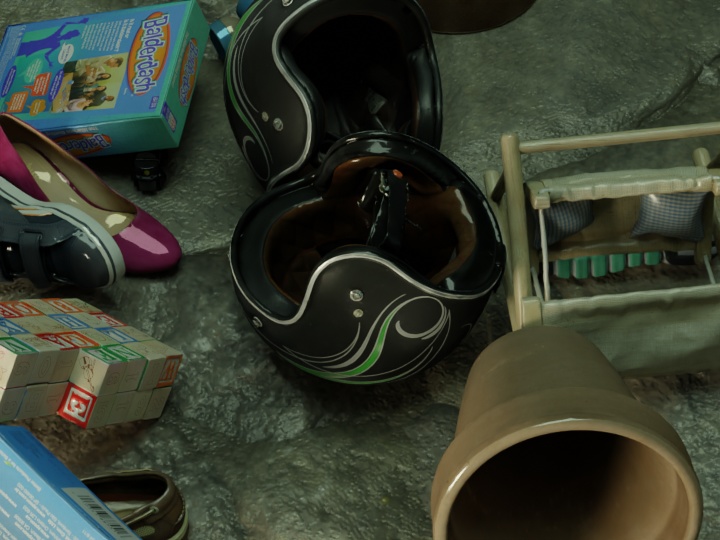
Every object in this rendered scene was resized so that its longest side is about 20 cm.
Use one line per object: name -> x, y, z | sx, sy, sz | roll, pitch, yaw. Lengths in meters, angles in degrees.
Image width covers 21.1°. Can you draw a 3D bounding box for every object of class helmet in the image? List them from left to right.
helmet -> -0.027, -0.167, 1.693 | 0.200, 0.200, 0.191 | -9, 75, -7
helmet -> 0.000, 0.000, 1.575 | 0.200, 0.191, 0.200 | 22, 50, -29

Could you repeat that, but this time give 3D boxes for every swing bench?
swing bench -> 0.216, -0.010, 1.575 | 0.199, 0.130, 0.200 | -6, 78, -5

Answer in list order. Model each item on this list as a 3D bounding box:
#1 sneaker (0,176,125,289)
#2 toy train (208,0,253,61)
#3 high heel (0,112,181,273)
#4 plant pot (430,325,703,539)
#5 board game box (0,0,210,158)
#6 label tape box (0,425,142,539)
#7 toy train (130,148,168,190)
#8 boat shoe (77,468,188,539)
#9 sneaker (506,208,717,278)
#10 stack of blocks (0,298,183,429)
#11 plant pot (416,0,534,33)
sneaker -> -0.294, -0.022, 1.673 | 0.200, 0.078, 0.079 | 23, 47, 34
toy train -> -0.052, -0.195, 1.828 | 0.116, 0.085, 0.200 | -34, 62, -7
high heel -> -0.245, -0.066, 1.697 | 0.200, 0.096, 0.067 | 22, 53, 19
plant pot -> 0.147, 0.138, 1.467 | 0.200, 0.200, 0.175 | -3, 34, -1
board game box -> -0.249, -0.172, 1.784 | 0.200, 0.045, 0.152 | -5, 50, 20
label tape box -> -0.272, 0.235, 1.423 | 0.144, 0.063, 0.200 | 41, 96, 16
toy train -> -0.193, -0.158, 1.809 | 0.034, 0.046, 0.200 | 0, 49, 0
boat shoe -> -0.236, 0.187, 1.489 | 0.202, 0.075, 0.075 | -10, 49, -8
sneaker -> 0.217, -0.042, 1.703 | 0.200, 0.074, 0.088 | 2, 28, -3
stack of blocks -> -0.243, 0.073, 1.521 | 0.115, 0.059, 0.200 | 26, 12, 23
plant pot -> 0.093, -0.369, 1.888 | 0.187, 0.200, 0.187 | 0, 48, 0
